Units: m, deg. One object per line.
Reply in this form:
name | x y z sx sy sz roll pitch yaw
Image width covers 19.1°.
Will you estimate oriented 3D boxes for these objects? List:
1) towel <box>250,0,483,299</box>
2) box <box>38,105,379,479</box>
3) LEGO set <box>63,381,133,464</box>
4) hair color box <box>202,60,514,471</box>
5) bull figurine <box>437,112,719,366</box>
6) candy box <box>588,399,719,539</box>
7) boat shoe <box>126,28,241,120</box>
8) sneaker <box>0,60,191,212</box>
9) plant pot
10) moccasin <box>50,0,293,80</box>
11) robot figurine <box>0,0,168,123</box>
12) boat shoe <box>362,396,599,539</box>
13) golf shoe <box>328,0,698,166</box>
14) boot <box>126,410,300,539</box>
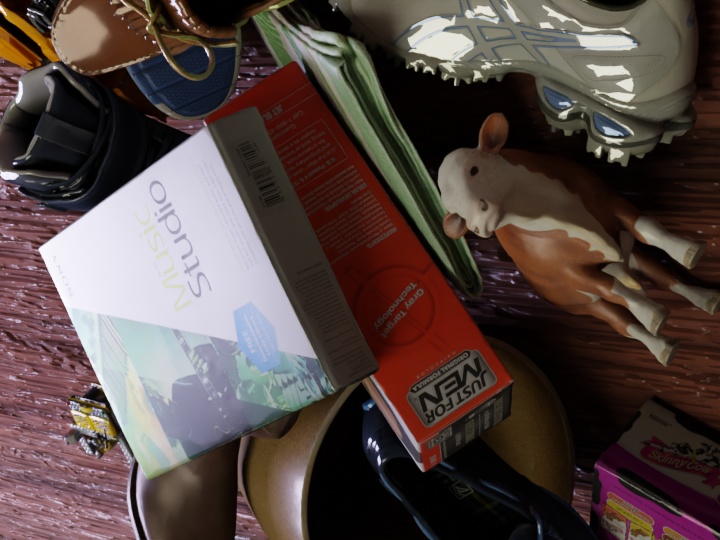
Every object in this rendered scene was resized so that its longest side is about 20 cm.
towel | -0.002 -0.079 1.125 0.153 0.023 0.200 60 174 -25
box | -0.084 0.017 1.106 0.200 0.036 0.145 -30 85 54
LEGO set | -0.141 0.070 1.463 0.200 0.116 0.154 18 141 37
hair color box | 0.000 0.000 1.107 0.200 0.061 0.102 55 175 13
bull figurine | 0.109 -0.013 1.056 0.121 0.065 0.200 33 -178 19
candy box | 0.201 0.182 1.245 0.136 0.061 0.200 30 146 24
boat shoe | -0.118 -0.181 1.175 0.072 0.072 0.201 -136 28 -72
sneaker | -0.113 -0.050 1.199 0.202 0.077 0.146 20 175 28
plant pot | 0.001 0.113 1.316 0.187 0.186 0.200 59 160 -23
moccasin | -0.079 -0.145 1.080 0.201 0.078 0.074 -15 120 29
robot figurine | -0.192 -0.157 1.235 0.145 0.058 0.200 18 164 37
boat shoe | 0.067 0.149 1.196 0.200 0.069 0.084 38 116 -20
golf shoe | 0.076 -0.132 1.022 0.200 0.078 0.097 24 125 24
boot | -0.072 0.097 1.209 0.200 0.064 0.187 -18 79 63
